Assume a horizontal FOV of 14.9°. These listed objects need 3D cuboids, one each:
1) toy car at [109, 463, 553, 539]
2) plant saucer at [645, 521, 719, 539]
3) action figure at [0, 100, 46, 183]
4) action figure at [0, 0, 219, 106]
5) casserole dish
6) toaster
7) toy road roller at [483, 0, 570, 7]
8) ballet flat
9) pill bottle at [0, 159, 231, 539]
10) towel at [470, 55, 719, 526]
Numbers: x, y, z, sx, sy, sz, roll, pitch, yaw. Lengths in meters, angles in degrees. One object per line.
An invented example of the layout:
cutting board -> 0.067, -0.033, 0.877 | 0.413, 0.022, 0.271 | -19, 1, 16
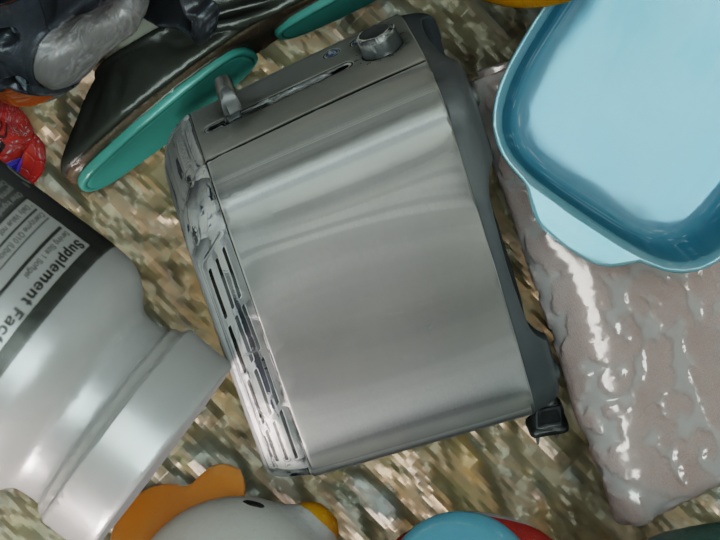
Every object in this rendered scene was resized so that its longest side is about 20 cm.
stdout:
toy car -> -0.021, 0.142, 1.153 | 0.200, 0.184, 0.177 | 40, 84, 24
plant saucer -> 0.098, 0.176, 1.117 | 0.036, 0.200, 0.200 | 36, 89, 23
action figure -> -0.183, -0.005, 1.166 | 0.065, 0.052, 0.200 | 25, 88, -4
action figure -> -0.164, -0.135, 1.081 | 0.200, 0.194, 0.105 | 30, 71, 34
casserole dish -> 0.134, -0.093, 1.110 | 0.121, 0.039, 0.200 | 33, 87, -7
toaster -> 0.000, 0.000, 1.144 | 0.129, 0.114, 0.200 | -19, 117, -1
toy road roller -> 0.015, -0.159, 1.062 | 0.200, 0.123, 0.146 | -28, 69, 5
ballet flat -> -0.053, -0.113, 1.164 | 0.200, 0.068, 0.068 | -33, 81, 1
pill bottle -> -0.158, 0.015, 1.084 | 0.200, 0.116, 0.116 | 37, 89, 0
towel -> 0.156, -0.016, 1.176 | 0.191, 0.032, 0.200 | -21, 94, -26
